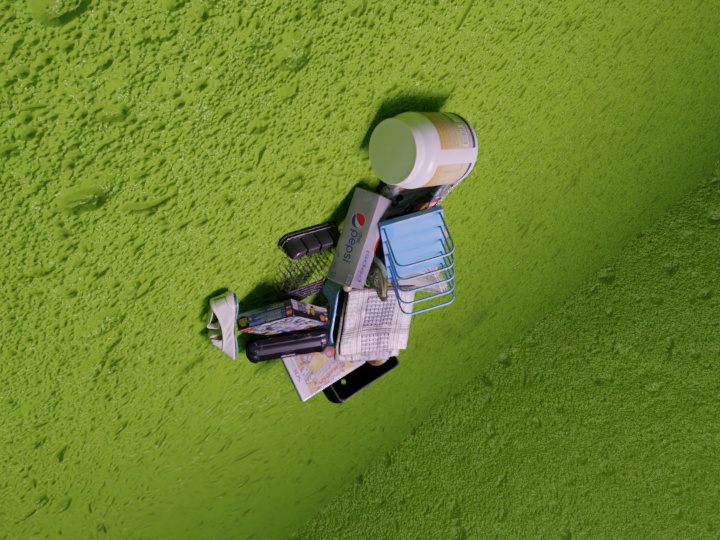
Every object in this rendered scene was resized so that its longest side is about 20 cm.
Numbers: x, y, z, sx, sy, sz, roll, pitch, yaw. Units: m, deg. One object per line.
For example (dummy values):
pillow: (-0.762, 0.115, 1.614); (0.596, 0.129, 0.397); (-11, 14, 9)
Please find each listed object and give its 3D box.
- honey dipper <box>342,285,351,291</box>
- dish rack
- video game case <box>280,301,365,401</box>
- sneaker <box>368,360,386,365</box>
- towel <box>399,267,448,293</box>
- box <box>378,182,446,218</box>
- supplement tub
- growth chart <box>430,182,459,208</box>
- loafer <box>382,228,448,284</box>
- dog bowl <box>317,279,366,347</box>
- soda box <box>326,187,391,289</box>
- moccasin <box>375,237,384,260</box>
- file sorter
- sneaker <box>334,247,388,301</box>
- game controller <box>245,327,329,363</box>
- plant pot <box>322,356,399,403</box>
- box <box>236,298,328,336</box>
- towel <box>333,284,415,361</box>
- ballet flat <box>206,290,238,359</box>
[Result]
honey dipper: (0.011, 0.013, 1.618); (0.038, 0.038, 0.199); (-54, 168, 27)
dish rack: (-0.123, -0.004, 1.479); (0.152, 0.055, 0.201); (-18, 149, -39)
video game case: (-0.103, 0.194, 1.699); (0.198, 0.184, 0.023); (-29, -173, -27)
sneaker: (0.017, 0.145, 1.771); (0.087, 0.202, 0.075); (-27, 176, -39)
towel: (0.130, 0.003, 1.736); (0.200, 0.147, 0.031); (51, 50, -56)
box: (0.123, -0.189, 1.535); (0.198, 0.040, 0.138); (-15, 145, -45)
supplement tub: (0.124, -0.238, 1.348); (0.198, 0.145, 0.145); (-13, 143, -46)
growth chart: (0.181, -0.163, 1.504); (0.200, 0.018, 0.145); (-49, 179, 25)
loafer: (0.130, -0.036, 1.606); (0.199, 0.063, 0.072); (-33, -158, 23)
dog bowl: (-0.039, 0.098, 1.661); (0.110, 0.049, 0.203); (0, 107, -37)
soda box: (-0.002, -0.066, 1.442); (0.068, 0.063, 0.203); (13, 96, -66)
moccasin: (0.051, -0.066, 1.599); (0.199, 0.069, 0.080); (-30, -176, 42)
file sorter: (0.128, -0.014, 1.471); (0.137, 0.124, 0.201); (-15, 146, -2)
sneaker: (0.000, 0.000, 1.512); (0.087, 0.201, 0.078); (-19, 140, -13)
game controller: (-0.170, 0.176, 1.599); (0.197, 0.043, 0.105); (-8, 159, -13)
plant pot: (-0.046, 0.242, 1.841); (0.198, 0.201, 0.178); (-29, 166, -26)
box: (-0.169, 0.109, 1.518); (0.135, 0.041, 0.200); (-16, 166, 17)
towel: (0.037, 0.131, 1.647); (0.190, 0.035, 0.203); (-2, 116, -28)
ballet flat: (-0.290, 0.117, 1.429); (0.069, 0.069, 0.202); (-26, 147, -30)
